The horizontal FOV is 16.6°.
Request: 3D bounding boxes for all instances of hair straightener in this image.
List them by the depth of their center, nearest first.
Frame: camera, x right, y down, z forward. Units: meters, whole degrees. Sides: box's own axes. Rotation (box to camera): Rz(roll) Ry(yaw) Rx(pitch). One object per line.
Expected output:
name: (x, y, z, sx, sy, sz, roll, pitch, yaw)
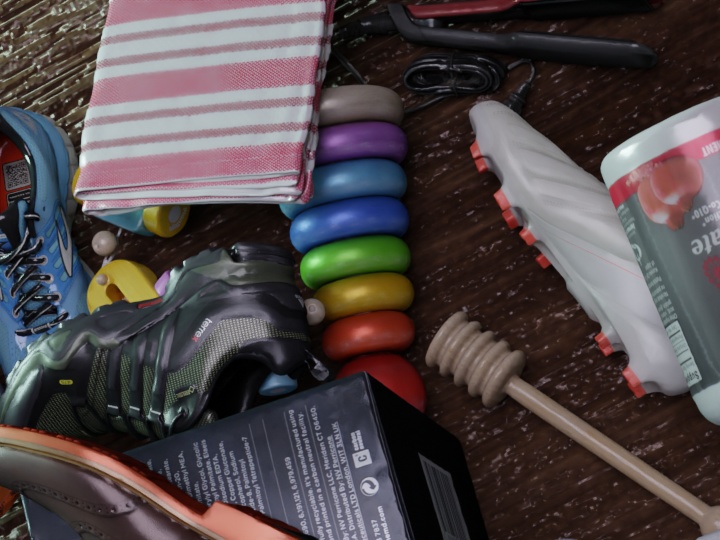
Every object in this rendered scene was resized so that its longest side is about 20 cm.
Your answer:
hair straightener: (0.075, -0.123, 1.424, 0.199, 0.041, 0.077, 0, 78, 16)

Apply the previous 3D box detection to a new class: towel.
towel: (-0.081, -0.126, 1.404, 0.146, 0.030, 0.201, -3, 64, 23)

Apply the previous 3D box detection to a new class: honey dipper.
honey dipper: (0.125, 0.090, 1.364, 0.200, 0.038, 0.038, 34, 89, 19)

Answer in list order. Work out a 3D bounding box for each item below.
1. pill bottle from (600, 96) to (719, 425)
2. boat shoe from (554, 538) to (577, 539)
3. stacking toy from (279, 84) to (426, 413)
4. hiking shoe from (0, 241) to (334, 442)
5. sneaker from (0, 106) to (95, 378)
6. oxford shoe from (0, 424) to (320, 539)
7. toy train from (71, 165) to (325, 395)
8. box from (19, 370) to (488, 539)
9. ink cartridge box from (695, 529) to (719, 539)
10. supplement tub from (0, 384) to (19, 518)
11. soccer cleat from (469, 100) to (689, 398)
pill bottle: (0.211, 0.014, 1.283, 0.110, 0.111, 0.201, -23, 81, 10)
boat shoe: (0.142, 0.239, 1.311, 0.066, 0.070, 0.201, -9, 76, 6)
stacking toy: (0.000, 0.000, 1.402, 0.085, 0.085, 0.201, -14, 79, 13)
hiking shoe: (-0.112, 0.066, 1.350, 0.200, 0.076, 0.101, -31, 64, 19)
sneaker: (-0.202, -0.005, 1.453, 0.078, 0.090, 0.201, -20, 74, 11)
oxford shoe: (-0.113, 0.130, 1.196, 0.199, 0.071, 0.073, 21, 87, 21)
toy train: (-0.090, -0.011, 1.428, 0.150, 0.056, 0.201, -22, 70, 23)
box: (-0.045, 0.156, 1.312, 0.196, 0.200, 0.124, -20, 71, 11)
ink cartridge box: (0.294, 0.173, 1.270, 0.199, 0.083, 0.147, -23, 72, 11)
supplement tub: (-0.288, 0.069, 1.445, 0.123, 0.123, 0.200, -45, 71, 3)
soccer cleat: (0.134, -0.021, 1.374, 0.077, 0.069, 0.200, -36, 78, 1)
